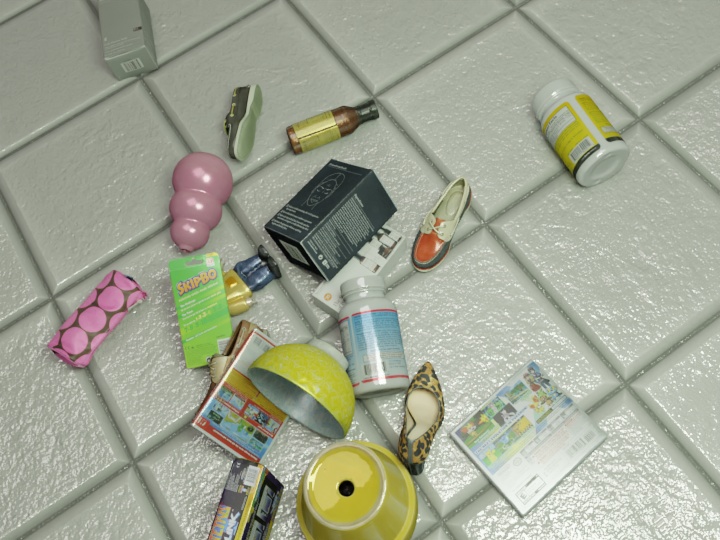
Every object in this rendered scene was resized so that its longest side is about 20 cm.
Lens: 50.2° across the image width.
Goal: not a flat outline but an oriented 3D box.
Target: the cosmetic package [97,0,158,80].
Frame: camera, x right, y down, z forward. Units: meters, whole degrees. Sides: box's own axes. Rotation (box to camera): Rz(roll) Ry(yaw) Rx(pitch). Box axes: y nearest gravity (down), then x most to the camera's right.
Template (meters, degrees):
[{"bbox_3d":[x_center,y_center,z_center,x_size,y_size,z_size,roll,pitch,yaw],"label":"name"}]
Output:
[{"bbox_3d":[-0.548,-0.558,1.807,0.106,0.090,0.202,-18,65,2],"label":"cosmetic package"}]

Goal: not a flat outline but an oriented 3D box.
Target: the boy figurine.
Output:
[{"bbox_3d":[-0.254,0.031,1.483,0.199,0.065,0.125,-32,67,-11],"label":"boy figurine"}]

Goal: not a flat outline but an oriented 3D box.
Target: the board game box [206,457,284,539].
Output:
[{"bbox_3d":[-0.189,0.417,1.220,0.056,0.166,0.202,12,65,11],"label":"board game box"}]

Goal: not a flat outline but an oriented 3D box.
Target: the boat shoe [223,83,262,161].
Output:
[{"bbox_3d":[-0.260,-0.317,1.657,0.060,0.072,0.203,1,56,13],"label":"boat shoe"}]

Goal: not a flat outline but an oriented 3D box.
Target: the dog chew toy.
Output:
[{"bbox_3d":[-0.329,-0.134,1.548,0.123,0.125,0.202,8,73,11],"label":"dog chew toy"}]

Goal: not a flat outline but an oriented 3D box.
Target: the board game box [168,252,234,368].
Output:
[{"bbox_3d":[-0.292,0.073,1.422,0.094,0.030,0.203,-10,96,-12],"label":"board game box"}]

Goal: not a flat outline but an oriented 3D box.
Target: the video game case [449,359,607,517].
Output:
[{"bbox_3d":[0.283,0.280,1.305,0.199,0.022,0.182,-39,65,-11],"label":"video game case"}]

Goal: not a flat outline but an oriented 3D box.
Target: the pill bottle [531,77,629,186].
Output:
[{"bbox_3d":[0.428,-0.275,1.513,0.113,0.115,0.201,-24,63,-5],"label":"pill bottle"}]

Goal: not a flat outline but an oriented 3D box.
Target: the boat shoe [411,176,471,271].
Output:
[{"bbox_3d":[0.157,-0.091,1.487,0.071,0.063,0.201,27,71,17],"label":"boat shoe"}]

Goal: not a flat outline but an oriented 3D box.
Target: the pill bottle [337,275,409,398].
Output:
[{"bbox_3d":[0.019,0.117,1.355,0.107,0.109,0.202,-10,74,3],"label":"pill bottle"}]

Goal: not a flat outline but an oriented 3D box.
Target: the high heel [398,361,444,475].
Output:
[{"bbox_3d":[0.103,0.230,1.286,0.070,0.143,0.202,5,64,10],"label":"high heel"}]

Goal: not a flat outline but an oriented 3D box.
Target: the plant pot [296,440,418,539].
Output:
[{"bbox_3d":[-0.013,0.358,1.213,0.198,0.189,0.203,-3,64,6],"label":"plant pot"}]

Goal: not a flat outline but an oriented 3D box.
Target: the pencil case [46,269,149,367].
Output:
[{"bbox_3d":[-0.500,0.095,1.474,0.093,0.091,0.201,35,74,8],"label":"pencil case"}]

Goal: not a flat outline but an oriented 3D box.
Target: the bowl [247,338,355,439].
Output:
[{"bbox_3d":[-0.080,0.181,1.293,0.199,0.201,0.108,27,64,19],"label":"bowl"}]

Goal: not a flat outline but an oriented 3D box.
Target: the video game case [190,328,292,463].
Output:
[{"bbox_3d":[-0.185,0.225,1.356,0.143,0.017,0.201,38,69,-15],"label":"video game case"}]

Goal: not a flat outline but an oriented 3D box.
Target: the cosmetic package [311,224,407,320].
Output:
[{"bbox_3d":[0.000,0.000,1.469,0.082,0.051,0.201,30,71,22],"label":"cosmetic package"}]

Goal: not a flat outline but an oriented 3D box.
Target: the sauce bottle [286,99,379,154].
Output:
[{"bbox_3d":[-0.057,-0.306,1.625,0.198,0.066,0.067,-19,62,-4],"label":"sauce bottle"}]

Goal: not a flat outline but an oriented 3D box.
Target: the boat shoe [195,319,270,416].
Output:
[{"bbox_3d":[-0.243,0.178,1.386,0.072,0.075,0.201,39,68,-20],"label":"boat shoe"}]

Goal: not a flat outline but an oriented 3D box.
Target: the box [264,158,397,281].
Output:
[{"bbox_3d":[-0.057,-0.100,1.464,0.200,0.107,0.148,-46,35,-14],"label":"box"}]
